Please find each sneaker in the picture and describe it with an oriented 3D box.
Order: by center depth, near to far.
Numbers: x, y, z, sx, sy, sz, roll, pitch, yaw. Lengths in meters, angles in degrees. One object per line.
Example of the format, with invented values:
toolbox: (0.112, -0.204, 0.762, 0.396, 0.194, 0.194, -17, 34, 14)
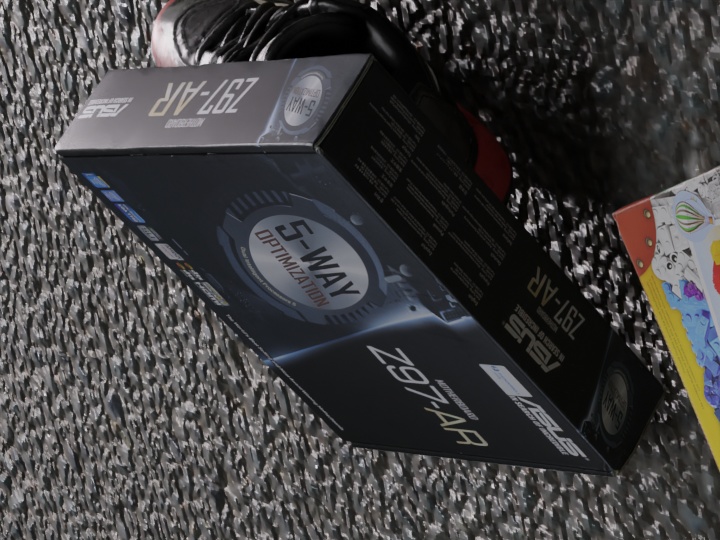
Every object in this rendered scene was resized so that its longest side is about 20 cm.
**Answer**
sneaker: (-0.026, -0.080, 0.984, 0.200, 0.071, 0.098, 35, 169, 41)

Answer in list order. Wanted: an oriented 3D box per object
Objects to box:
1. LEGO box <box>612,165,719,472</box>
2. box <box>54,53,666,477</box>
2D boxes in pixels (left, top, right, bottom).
LEGO box: (0.184, 0.045, 0.755, 0.149, 0.077, 0.200, -27, 85, 58)
box: (0.000, 0.000, 0.930, 0.160, 0.044, 0.200, 3, 144, 48)
